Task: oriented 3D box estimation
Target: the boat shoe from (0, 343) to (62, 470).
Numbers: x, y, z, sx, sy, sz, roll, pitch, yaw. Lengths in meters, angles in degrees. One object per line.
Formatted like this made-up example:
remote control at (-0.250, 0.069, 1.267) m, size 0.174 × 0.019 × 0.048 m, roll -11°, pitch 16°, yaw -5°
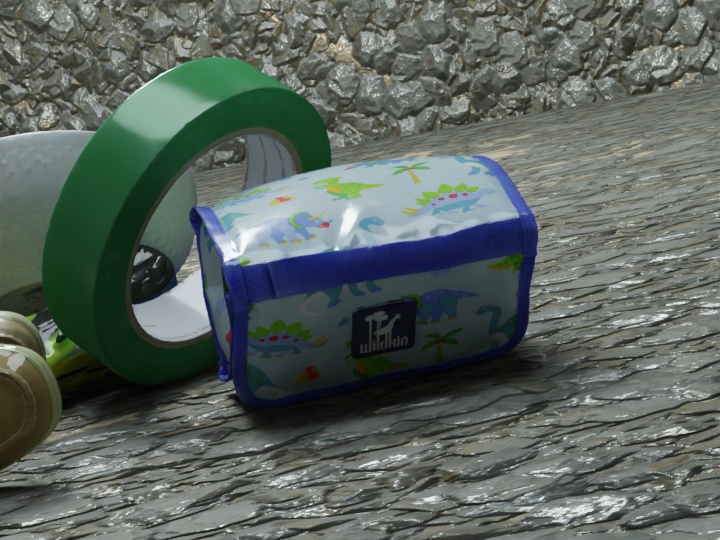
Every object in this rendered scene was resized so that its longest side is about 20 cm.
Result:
boat shoe at (-0.249, 0.091, 1.248) m, size 0.200 × 0.073 × 0.063 m, roll -13°, pitch 13°, yaw 14°

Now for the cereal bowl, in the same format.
cereal bowl at (-0.205, -0.013, 1.623) m, size 0.199 × 0.084 × 0.200 m, roll -7°, pitch -22°, yaw -3°

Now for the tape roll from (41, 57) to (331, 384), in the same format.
tape roll at (-0.102, -0.029, 1.473) m, size 0.048 × 0.201 × 0.200 m, roll 32°, pitch 31°, yaw 31°

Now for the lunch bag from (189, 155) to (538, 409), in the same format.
lunch bag at (0.000, 0.000, 1.343) m, size 0.169 × 0.128 × 0.200 m, roll -12°, pitch -3°, yaw -8°

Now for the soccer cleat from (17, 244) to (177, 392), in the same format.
soccer cleat at (-0.192, 0.056, 1.527) m, size 0.200 × 0.084 × 0.065 m, roll -34°, pitch 51°, yaw -31°

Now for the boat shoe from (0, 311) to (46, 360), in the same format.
boat shoe at (-0.273, 0.082, 1.389) m, size 0.199 × 0.074 × 0.063 m, roll -23°, pitch 14°, yaw -7°
